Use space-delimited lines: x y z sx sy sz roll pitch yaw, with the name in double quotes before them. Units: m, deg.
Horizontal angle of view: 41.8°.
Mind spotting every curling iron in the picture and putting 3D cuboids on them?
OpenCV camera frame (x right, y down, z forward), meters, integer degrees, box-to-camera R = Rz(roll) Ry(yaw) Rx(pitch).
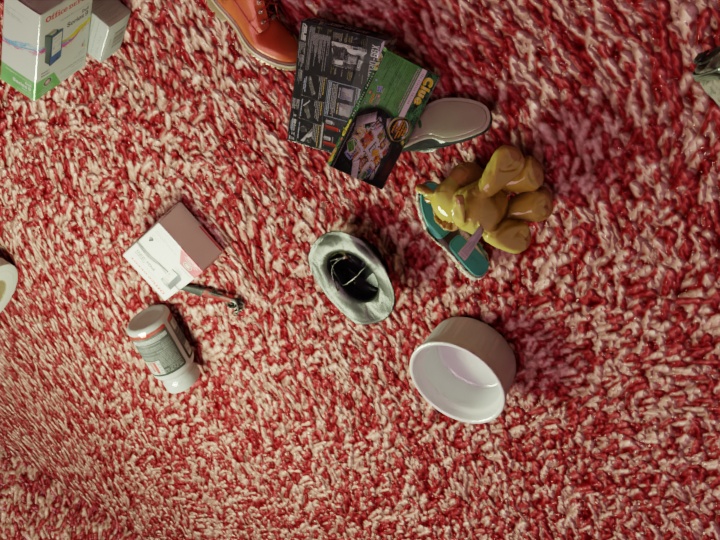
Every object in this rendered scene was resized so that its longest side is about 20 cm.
"curling iron" -0.349 0.061 2.157 0.197 0.026 0.050 16 132 25

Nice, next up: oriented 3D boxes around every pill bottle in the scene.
"pill bottle" -0.477 0.194 2.306 0.114 0.116 0.202 -1 125 37

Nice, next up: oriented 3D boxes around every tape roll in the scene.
"tape roll" -1.037 0.037 2.520 0.138 0.203 0.204 31 139 10

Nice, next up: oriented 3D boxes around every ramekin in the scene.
"ramekin" 0.201 0.185 1.802 0.198 0.098 0.203 20 136 21

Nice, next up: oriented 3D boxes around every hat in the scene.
"hat" 0.000 0.000 1.803 0.198 0.081 0.203 19 128 27

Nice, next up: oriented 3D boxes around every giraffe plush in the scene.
"giraffe plush" 0.185 -0.112 1.521 0.162 0.199 0.174 30 153 57

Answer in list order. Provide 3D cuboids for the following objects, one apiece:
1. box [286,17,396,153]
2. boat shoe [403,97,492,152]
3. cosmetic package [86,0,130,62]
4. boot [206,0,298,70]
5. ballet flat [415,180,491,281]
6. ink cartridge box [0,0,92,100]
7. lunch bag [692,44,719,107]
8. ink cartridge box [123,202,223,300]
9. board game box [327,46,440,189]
"box" -0.033 -0.293 1.530 0.155 0.050 0.203 18 113 22
"boat shoe" 0.128 -0.231 1.520 0.197 0.067 0.073 -7 79 35
"cosmetic package" -0.532 -0.497 1.757 0.199 0.074 0.102 38 139 0
"boot" -0.162 -0.422 1.550 0.200 0.075 0.107 44 135 -4
"ballet flat" 0.152 -0.066 1.641 0.202 0.075 0.064 57 170 -12
"ink cartridge box" -0.557 -0.427 1.673 0.087 0.146 0.201 32 137 6
"lunch bag" 0.529 -0.223 1.167 0.200 0.140 0.167 45 155 -6
"ink cartridge box" -0.415 -0.039 2.074 0.146 0.085 0.199 48 141 -10
"board game box" 0.036 -0.237 1.486 0.104 0.024 0.202 22 105 -24
